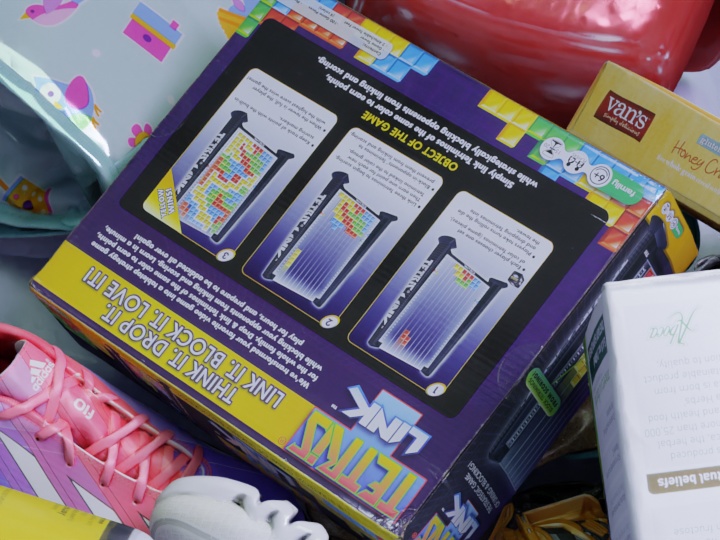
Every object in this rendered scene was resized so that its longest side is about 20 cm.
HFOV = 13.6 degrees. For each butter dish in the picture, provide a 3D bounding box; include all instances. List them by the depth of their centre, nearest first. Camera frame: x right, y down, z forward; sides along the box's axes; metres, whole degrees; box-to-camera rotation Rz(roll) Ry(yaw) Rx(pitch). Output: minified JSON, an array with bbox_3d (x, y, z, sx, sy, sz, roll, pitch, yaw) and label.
[{"bbox_3d":[0.065,-0.100,1.298,0.199,0.200,0.149,16,70,0],"label":"butter dish"}]

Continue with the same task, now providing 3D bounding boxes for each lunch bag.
[{"bbox_3d":[-0.134,-0.107,1.268,0.199,0.122,0.170,28,46,18],"label":"lunch bag"}]

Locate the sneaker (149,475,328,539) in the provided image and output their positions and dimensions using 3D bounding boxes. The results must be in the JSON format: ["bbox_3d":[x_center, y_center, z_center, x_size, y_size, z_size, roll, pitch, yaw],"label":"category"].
[{"bbox_3d":[-0.014,0.158,1.084,0.081,0.075,0.200,-38,76,-22],"label":"sneaker"}]

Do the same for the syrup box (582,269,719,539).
[{"bbox_3d":[0.129,0.106,1.019,0.081,0.079,0.201,-6,76,-1],"label":"syrup box"}]

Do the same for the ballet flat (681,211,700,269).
[{"bbox_3d":[0.050,0.004,1.255,0.199,0.068,0.068,-10,11,-31],"label":"ballet flat"}]

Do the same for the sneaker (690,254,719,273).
[{"bbox_3d":[0.159,0.031,1.161,0.070,0.100,0.200,15,30,20],"label":"sneaker"}]

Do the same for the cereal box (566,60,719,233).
[{"bbox_3d":[0.190,-0.012,1.220,0.144,0.040,0.200,33,5,41],"label":"cereal box"}]

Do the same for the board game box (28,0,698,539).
[{"bbox_3d":[0.000,0.000,1.144,0.200,0.057,0.166,33,79,31],"label":"board game box"}]

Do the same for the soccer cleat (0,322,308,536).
[{"bbox_3d":[-0.111,0.065,1.147,0.199,0.073,0.068,21,46,2],"label":"soccer cleat"}]

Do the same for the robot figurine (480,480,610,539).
[{"bbox_3d":[0.137,0.122,1.172,0.199,0.058,0.145,-9,47,-23],"label":"robot figurine"}]

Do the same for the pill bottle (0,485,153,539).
[{"bbox_3d":[-0.177,0.118,1.055,0.199,0.112,0.112,17,46,1],"label":"pill bottle"}]

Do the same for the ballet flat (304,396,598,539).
[{"bbox_3d":[0.061,0.048,1.203,0.199,0.073,0.068,-19,22,-27],"label":"ballet flat"}]
